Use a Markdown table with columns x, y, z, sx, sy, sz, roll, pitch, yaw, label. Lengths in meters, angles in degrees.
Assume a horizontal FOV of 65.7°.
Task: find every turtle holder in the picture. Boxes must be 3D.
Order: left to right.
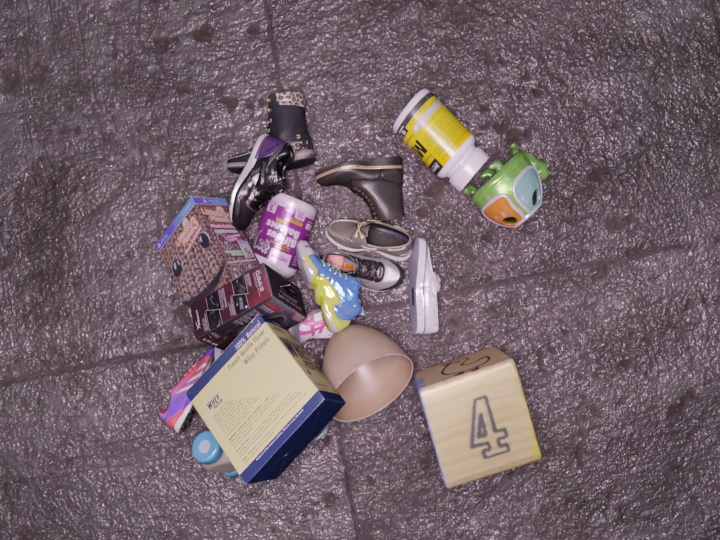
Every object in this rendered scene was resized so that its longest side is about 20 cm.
| x | y | z | sx | sy | sz | roll | pitch | yaw | label |
| --- | --- | --- | --- | --- | --- | --- | --- | --- | --- |
| 0.317 | -0.172 | 1.175 | 0.133 | 0.185 | 0.141 | 48 | 124 | 2 | turtle holder |

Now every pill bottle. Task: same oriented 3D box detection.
| x | y | z | sx | sy | sz | roll | pitch | yaw | label |
| --- | --- | --- | --- | --- | --- | --- | --- | --- | --- |
| -0.175 | -0.056 | 1.200 | 0.109 | 0.112 | 0.207 | 19 | 91 | 3 | pill bottle |
| 0.172 | -0.273 | 1.182 | 0.200 | 0.114 | 0.115 | 44 | 92 | 3 | pill bottle |

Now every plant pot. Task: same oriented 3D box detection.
| x | y | z | sx | sy | sz | roll | pitch | yaw | label |
| --- | --- | --- | --- | --- | --- | --- | --- | --- | --- |
| -0.005 | 0.195 | 1.167 | 0.198 | 0.201 | 0.136 | -36 | 52 | 2 | plant pot |

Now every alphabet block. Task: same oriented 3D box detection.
| x | y | z | sx | sy | sz | roll | pitch | yaw | label |
| --- | --- | --- | --- | --- | --- | --- | --- | --- | --- |
| 0.229 | 0.290 | 1.138 | 0.193 | 0.195 | 0.204 | -17 | 91 | 2 | alphabet block |

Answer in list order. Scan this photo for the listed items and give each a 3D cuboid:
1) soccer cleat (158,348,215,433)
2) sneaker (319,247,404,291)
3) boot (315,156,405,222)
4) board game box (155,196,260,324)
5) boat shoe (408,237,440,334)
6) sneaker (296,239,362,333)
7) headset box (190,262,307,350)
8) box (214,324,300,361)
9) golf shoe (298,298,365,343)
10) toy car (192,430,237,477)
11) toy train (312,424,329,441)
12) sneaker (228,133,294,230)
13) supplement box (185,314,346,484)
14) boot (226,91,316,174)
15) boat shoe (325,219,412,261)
| x | y | z | sx | sy | sz | roll | pitch | yaw | label |
| --- | --- | --- | --- | --- | --- | --- | --- | --- | --- |
| -0.377 | 0.255 | 1.233 | 0.072 | 0.068 | 0.205 | 28 | 93 | 7 | soccer cleat |
| 0.000 | 0.000 | 1.208 | 0.192 | 0.079 | 0.077 | 12 | 88 | 2 | sneaker |
| 0.003 | -0.164 | 1.214 | 0.192 | 0.077 | 0.144 | -7 | 94 | 4 | boot |
| -0.315 | -0.021 | 1.164 | 0.159 | 0.096 | 0.204 | -41 | 71 | 28 | board game box |
| 0.143 | 0.034 | 1.211 | 0.063 | 0.073 | 0.209 | 0 | 93 | -13 | boat shoe |
| -0.059 | 0.020 | 1.161 | 0.102 | 0.076 | 0.206 | -24 | 92 | -15 | sneaker |
| -0.209 | 0.078 | 1.097 | 0.195 | 0.149 | 0.079 | -27 | 61 | 11 | headset box |
| -0.221 | 0.151 | 1.184 | 0.194 | 0.041 | 0.161 | -17 | 64 | 20 | box |
| -0.081 | 0.119 | 1.213 | 0.197 | 0.073 | 0.094 | -34 | 88 | 3 | golf shoe |
| -0.257 | 0.316 | 1.199 | 0.170 | 0.186 | 0.206 | -10 | 60 | 3 | toy car |
| -0.118 | 0.298 | 1.158 | 0.112 | 0.201 | 0.087 | -32 | 101 | 13 | toy train |
| -0.199 | -0.173 | 1.136 | 0.085 | 0.075 | 0.206 | 22 | 91 | 20 | sneaker |
| -0.170 | 0.233 | 1.019 | 0.200 | 0.134 | 0.200 | -45 | 68 | 0 | supplement box |
| -0.201 | -0.299 | 1.227 | 0.195 | 0.073 | 0.160 | -8 | 85 | 3 | boot |
| 0.019 | -0.077 | 1.204 | 0.194 | 0.061 | 0.074 | 14 | 65 | 5 | boat shoe |
